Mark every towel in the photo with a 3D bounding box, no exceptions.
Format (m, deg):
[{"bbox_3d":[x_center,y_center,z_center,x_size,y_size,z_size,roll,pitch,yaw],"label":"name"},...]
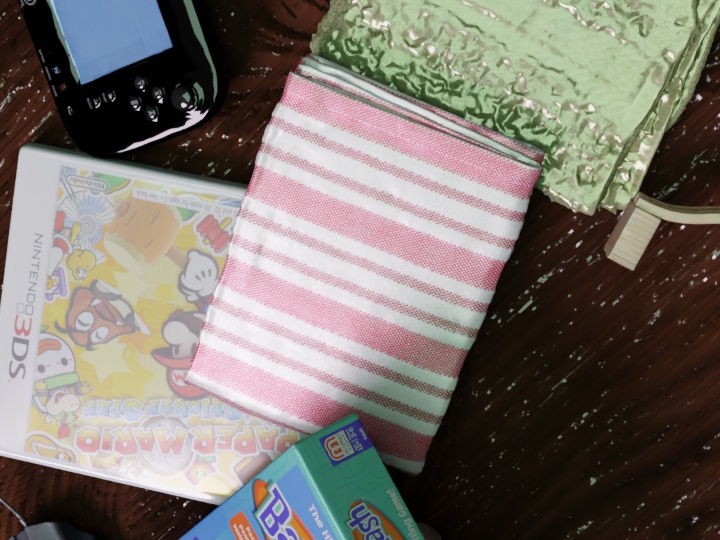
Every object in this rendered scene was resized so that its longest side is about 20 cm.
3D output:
[{"bbox_3d":[0.084,-0.130,0.984,0.199,0.036,0.149,27,104,5],"label":"towel"},{"bbox_3d":[0.000,0.000,1.000,0.145,0.030,0.202,22,108,4],"label":"towel"}]

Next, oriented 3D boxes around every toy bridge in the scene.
[{"bbox_3d":[0.231,0.009,0.971,0.199,0.027,0.068,28,103,-1],"label":"toy bridge"}]

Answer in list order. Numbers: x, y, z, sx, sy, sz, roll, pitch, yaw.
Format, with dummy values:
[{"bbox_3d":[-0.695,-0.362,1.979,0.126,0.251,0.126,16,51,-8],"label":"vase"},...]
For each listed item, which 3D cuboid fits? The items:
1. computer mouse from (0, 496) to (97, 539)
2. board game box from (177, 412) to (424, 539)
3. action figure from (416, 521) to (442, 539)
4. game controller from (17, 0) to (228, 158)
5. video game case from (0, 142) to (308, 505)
[{"bbox_3d":[-0.202,0.146,1.071,0.058,0.034,0.201,-34,99,21],"label":"computer mouse"},{"bbox_3d":[-0.022,0.181,0.974,0.153,0.045,0.200,61,146,10],"label":"board game box"},{"bbox_3d":[0.057,0.214,1.031,0.192,0.105,0.201,25,128,14],"label":"action figure"},{"bbox_3d":[-0.145,-0.166,1.021,0.103,0.042,0.202,-19,94,13],"label":"game controller"},{"bbox_3d":[-0.111,0.035,1.055,0.198,0.023,0.184,11,101,9],"label":"video game case"}]
